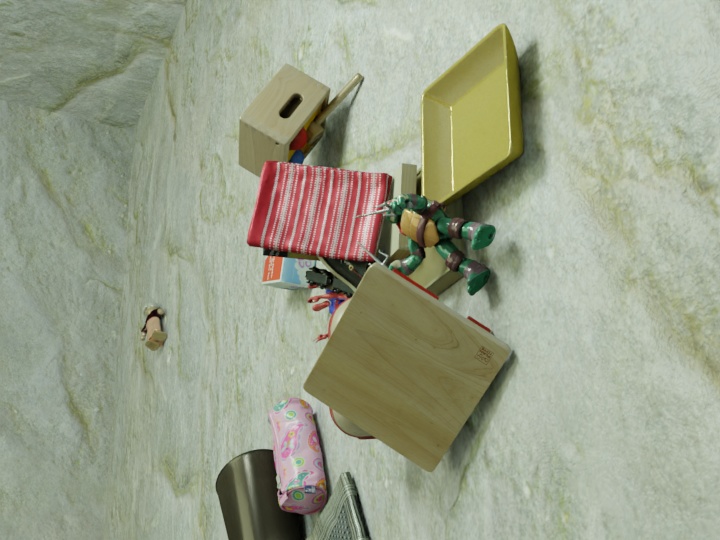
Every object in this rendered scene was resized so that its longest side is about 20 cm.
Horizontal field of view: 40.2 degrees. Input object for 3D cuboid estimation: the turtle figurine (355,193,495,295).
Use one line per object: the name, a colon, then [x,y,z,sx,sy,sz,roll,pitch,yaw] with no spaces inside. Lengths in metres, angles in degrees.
turtle figurine: [0.080,-0.051,1.287,0.200,0.101,0.150,25,146,33]

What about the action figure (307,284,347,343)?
action figure: [-0.061,0.065,1.640,0.200,0.099,0.065,16,120,65]

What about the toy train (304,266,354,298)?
toy train: [-0.018,0.024,1.567,0.200,0.046,0.034,16,98,46]

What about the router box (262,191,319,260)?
router box: [-0.069,-0.066,1.592,0.200,0.157,0.052,128,146,-72]

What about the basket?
basket: [-0.165,0.437,1.672,0.200,0.136,0.181,-109,23,-44]

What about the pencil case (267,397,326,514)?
pencil case: [-0.108,0.311,1.653,0.200,0.087,0.088,-103,33,-45]

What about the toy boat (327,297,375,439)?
toy boat: [0.009,0.134,1.392,0.131,0.130,0.201,167,103,-71]

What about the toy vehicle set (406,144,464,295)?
toy vehicle set: [0.104,-0.064,1.409,0.124,0.026,0.201,139,137,-55]

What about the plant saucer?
plant saucer: [0.154,-0.194,1.315,0.200,0.048,0.201,-33,50,53]

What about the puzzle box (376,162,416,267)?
puzzle box: [0.044,-0.068,1.499,0.200,0.025,0.133,134,140,-70]

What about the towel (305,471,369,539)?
towel: [-0.042,0.441,1.505,0.193,0.034,0.200,-110,37,-50]

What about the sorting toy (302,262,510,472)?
sorting toy: [0.061,0.117,1.252,0.199,0.200,0.070,-61,-8,22]

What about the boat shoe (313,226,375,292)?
boat shoe: [0.001,0.000,1.460,0.201,0.074,0.063,46,110,13]

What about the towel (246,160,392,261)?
towel: [-0.062,-0.090,1.456,0.022,0.199,0.145,63,-143,-67]

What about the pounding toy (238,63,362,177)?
pounding toy: [-0.115,-0.281,1.845,0.200,0.142,0.184,-55,-9,-26]

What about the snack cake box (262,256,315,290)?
snack cake box: [-0.129,-0.067,1.896,0.115,0.067,0.201,-6,74,64]

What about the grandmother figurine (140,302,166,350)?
grandmother figurine: [-0.620,0.161,2.945,0.121,0.061,0.200,-42,31,12]
